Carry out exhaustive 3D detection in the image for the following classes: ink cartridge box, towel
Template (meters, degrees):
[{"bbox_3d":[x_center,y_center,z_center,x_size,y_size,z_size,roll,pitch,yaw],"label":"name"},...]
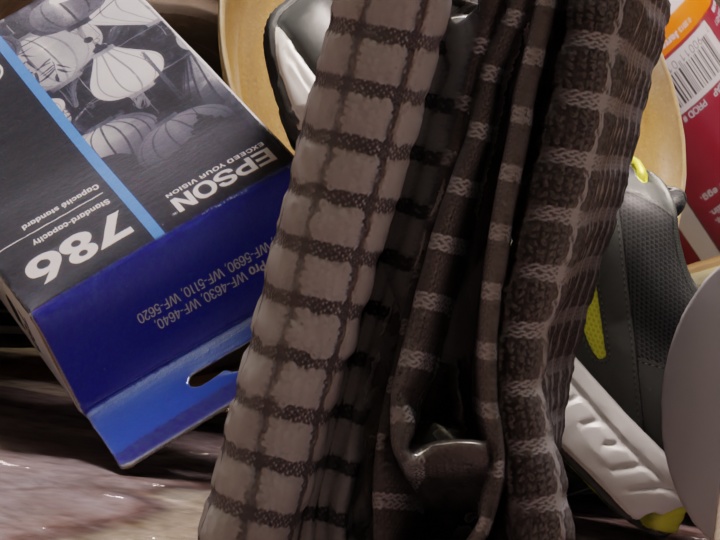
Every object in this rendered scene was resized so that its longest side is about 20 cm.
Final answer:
[{"bbox_3d":[-0.080,-0.026,0.795,0.099,0.039,0.200,-31,42,-12],"label":"ink cartridge box"},{"bbox_3d":[0.028,-0.003,0.614,0.085,0.167,0.200,14,3,4],"label":"towel"}]

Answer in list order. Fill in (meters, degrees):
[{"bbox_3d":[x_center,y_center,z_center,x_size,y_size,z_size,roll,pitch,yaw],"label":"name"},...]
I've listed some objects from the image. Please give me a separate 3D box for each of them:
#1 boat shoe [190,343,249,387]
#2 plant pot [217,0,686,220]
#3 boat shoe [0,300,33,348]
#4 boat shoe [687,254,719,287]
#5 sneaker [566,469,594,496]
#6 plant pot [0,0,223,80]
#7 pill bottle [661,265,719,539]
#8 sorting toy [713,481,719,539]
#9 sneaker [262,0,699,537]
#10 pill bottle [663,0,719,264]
[{"bbox_3d":[0.000,0.000,0.901,0.199,0.071,0.070,-11,11,-28],"label":"boat shoe"},{"bbox_3d":[0.031,-0.063,0.894,0.199,0.201,0.027,6,-25,-31],"label":"plant pot"},{"bbox_3d":[-0.082,0.006,1.010,0.199,0.071,0.072,5,21,8],"label":"boat shoe"},{"bbox_3d":[0.162,0.034,0.928,0.071,0.065,0.200,-15,-16,18],"label":"boat shoe"},{"bbox_3d":[0.076,0.047,0.823,0.199,0.076,0.077,11,-15,-8],"label":"sneaker"},{"bbox_3d":[-0.085,-0.110,0.947,0.200,0.093,0.201,-3,-30,-2],"label":"plant pot"},{"bbox_3d":[0.184,0.042,0.672,0.199,0.113,0.112,7,3,-33],"label":"pill bottle"},{"bbox_3d":[0.177,0.029,0.553,0.184,0.037,0.200,14,39,2],"label":"sorting toy"},{"bbox_3d":[0.051,-0.014,0.756,0.200,0.085,0.074,49,-4,-1],"label":"sneaker"},{"bbox_3d":[0.146,-0.027,1.070,0.113,0.200,0.113,-34,13,9],"label":"pill bottle"}]
